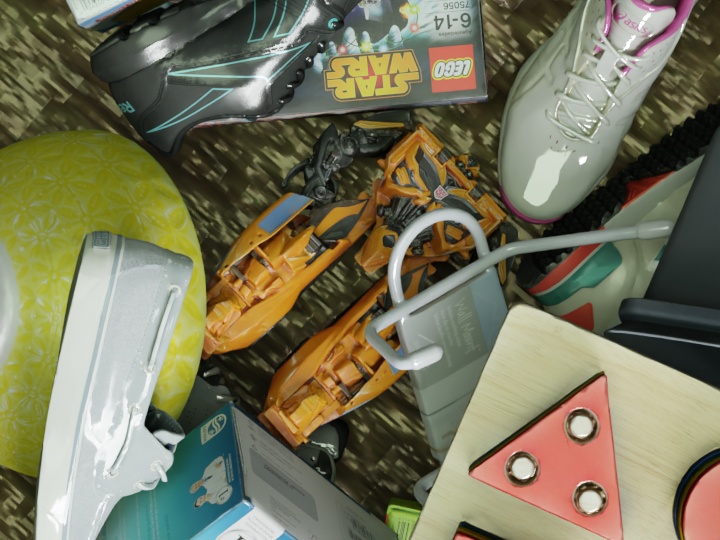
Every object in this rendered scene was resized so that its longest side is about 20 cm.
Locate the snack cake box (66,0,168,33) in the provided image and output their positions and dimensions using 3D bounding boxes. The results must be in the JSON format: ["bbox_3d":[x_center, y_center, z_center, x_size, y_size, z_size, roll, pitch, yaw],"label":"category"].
[{"bbox_3d":[-0.088,-0.228,1.178,0.199,0.067,0.115,-25,89,7],"label":"snack cake box"}]

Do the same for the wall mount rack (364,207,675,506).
[{"bbox_3d":[0.097,0.050,1.170,0.173,0.075,0.200,-28,124,-17],"label":"wall mount rack"}]

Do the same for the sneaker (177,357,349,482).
[{"bbox_3d":[-0.068,0.082,1.222,0.115,0.075,0.201,-14,99,-2],"label":"sneaker"}]

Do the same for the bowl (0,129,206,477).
[{"bbox_3d":[-0.191,0.019,1.158,0.200,0.107,0.201,-1,88,41],"label":"bowl"}]

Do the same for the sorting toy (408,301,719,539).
[{"bbox_3d":[0.129,0.145,1.070,0.199,0.070,0.199,24,92,4],"label":"sorting toy"}]

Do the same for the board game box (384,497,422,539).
[{"bbox_3d":[0.105,0.201,1.216,0.199,0.048,0.102,11,91,4],"label":"board game box"}]

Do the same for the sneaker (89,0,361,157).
[{"bbox_3d":[-0.049,-0.134,1.186,0.199,0.075,0.079,-25,102,10],"label":"sneaker"}]

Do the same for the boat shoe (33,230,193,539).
[{"bbox_3d":[-0.125,0.081,1.079,0.071,0.070,0.202,10,105,-8],"label":"boat shoe"}]

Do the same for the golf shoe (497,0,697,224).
[{"bbox_3d":[0.136,-0.120,1.194,0.075,0.092,0.200,27,90,1],"label":"golf shoe"}]

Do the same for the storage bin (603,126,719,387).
[{"bbox_3d":[0.248,0.014,1.133,0.145,0.200,0.135,8,74,44],"label":"storage bin"}]

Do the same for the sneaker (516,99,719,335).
[{"bbox_3d":[0.191,-0.023,1.212,0.200,0.070,0.094,-37,105,1],"label":"sneaker"}]

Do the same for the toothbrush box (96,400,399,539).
[{"bbox_3d":[-0.092,0.190,1.155,0.200,0.085,0.146,-39,122,17],"label":"toothbrush box"}]

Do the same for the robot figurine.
[{"bbox_3d":[0.000,0.000,1.195,0.200,0.058,0.145,-44,92,-17],"label":"robot figurine"}]

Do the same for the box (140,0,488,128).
[{"bbox_3d":[-0.029,-0.158,1.231,0.199,0.040,0.137,-5,90,3],"label":"box"}]
